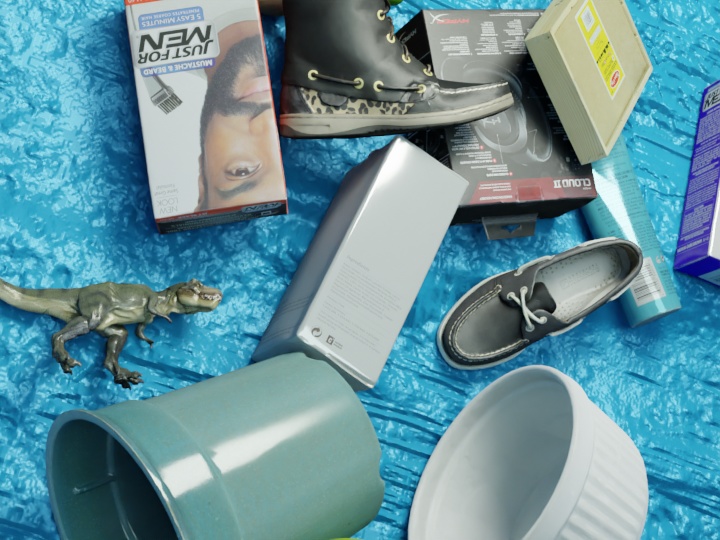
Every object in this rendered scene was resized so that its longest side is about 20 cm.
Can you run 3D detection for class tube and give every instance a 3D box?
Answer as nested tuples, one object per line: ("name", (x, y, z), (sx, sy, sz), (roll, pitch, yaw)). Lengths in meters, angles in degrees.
("tube", (0.241, -0.049, 1.377), (0.077, 0.050, 0.202), (-14, 80, -26))

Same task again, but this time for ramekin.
("ramekin", (0.140, 0.188, 1.190), (0.105, 0.200, 0.202), (34, 65, -23))

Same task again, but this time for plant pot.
("plant pot", (-0.099, 0.162, 1.094), (0.195, 0.200, 0.202), (-22, 87, -35))

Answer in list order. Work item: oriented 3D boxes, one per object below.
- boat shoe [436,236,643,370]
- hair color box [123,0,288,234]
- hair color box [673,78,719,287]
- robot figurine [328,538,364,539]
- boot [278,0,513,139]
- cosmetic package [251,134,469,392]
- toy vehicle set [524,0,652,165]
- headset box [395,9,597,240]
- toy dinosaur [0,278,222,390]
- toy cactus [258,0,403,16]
("boat shoe", (0.160, 0.027, 1.297), (0.198, 0.060, 0.075), (-22, 88, -15))
("hair color box", (-0.127, -0.140, 1.204), (0.110, 0.064, 0.202), (-9, 81, -4))
("hair color box", (0.380, -0.081, 1.438), (0.108, 0.065, 0.202), (21, 71, -18))
("robot figurine", (-0.012, 0.258, 1.026), (0.174, 0.201, 0.117), (-11, 62, -8))
("boot", (0.024, -0.189, 1.215), (0.198, 0.073, 0.152), (-6, 94, -4))
("cosmetic package", (0.000, 0.000, 1.218), (0.081, 0.113, 0.201), (34, 68, -14))
("toy vehicle set", (0.212, -0.196, 1.343), (0.125, 0.026, 0.200), (62, 33, -18))
("headset box", (0.120, -0.128, 1.323), (0.147, 0.077, 0.202), (-6, 80, -26))
("toy dinosaur", (-0.206, 0.041, 1.150), (0.198, 0.048, 0.089), (6, 60, -23))
("toy cactus", (-0.035, -0.242, 1.282), (0.163, 0.102, 0.202), (-1, 87, -14))
